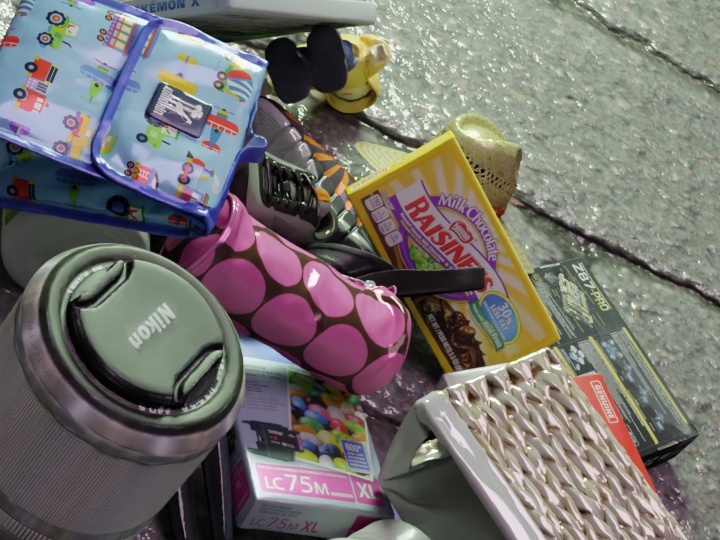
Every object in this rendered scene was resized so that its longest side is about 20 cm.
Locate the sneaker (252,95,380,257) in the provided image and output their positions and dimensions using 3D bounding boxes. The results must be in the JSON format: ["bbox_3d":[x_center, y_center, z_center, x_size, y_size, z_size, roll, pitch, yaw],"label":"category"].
[{"bbox_3d":[-0.026,-0.069,1.640,0.201,0.077,0.112,57,38,2],"label":"sneaker"}]

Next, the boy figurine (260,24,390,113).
[{"bbox_3d":[-0.031,-0.174,1.680,0.200,0.123,0.065,1,75,-79],"label":"boy figurine"}]

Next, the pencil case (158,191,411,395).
[{"bbox_3d":[-0.055,0.013,1.428,0.199,0.090,0.094,33,68,-33],"label":"pencil case"}]

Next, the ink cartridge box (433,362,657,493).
[{"bbox_3d":[0.169,0.165,1.537,0.175,0.045,0.201,-7,58,-27],"label":"ink cartridge box"}]

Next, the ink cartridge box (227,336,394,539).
[{"bbox_3d":[-0.053,0.115,1.452,0.118,0.042,0.201,11,37,-27],"label":"ink cartridge box"}]

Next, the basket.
[{"bbox_3d":[0.123,0.175,1.355,0.123,0.136,0.201,-24,68,-26],"label":"basket"}]

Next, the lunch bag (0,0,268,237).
[{"bbox_3d":[-0.164,-0.106,1.364,0.198,0.094,0.152,16,54,1],"label":"lunch bag"}]

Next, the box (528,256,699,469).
[{"bbox_3d":[0.187,0.090,1.676,0.160,0.049,0.201,-15,65,-42],"label":"box"}]

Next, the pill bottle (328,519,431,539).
[{"bbox_3d":[-0.027,0.254,1.315,0.114,0.114,0.199,51,41,11],"label":"pill bottle"}]

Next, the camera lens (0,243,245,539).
[{"bbox_3d":[-0.180,0.093,1.269,0.159,0.200,0.161,21,44,-22],"label":"camera lens"}]

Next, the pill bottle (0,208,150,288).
[{"bbox_3d":[-0.217,-0.085,1.465,0.110,0.111,0.201,17,46,-26],"label":"pill bottle"}]

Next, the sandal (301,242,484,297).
[{"bbox_3d":[0.001,0.000,1.540,0.198,0.075,0.049,-4,87,2],"label":"sandal"}]

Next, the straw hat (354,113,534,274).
[{"bbox_3d":[0.097,-0.088,1.667,0.200,0.085,0.201,34,10,-7],"label":"straw hat"}]

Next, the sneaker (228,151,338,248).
[{"bbox_3d":[-0.069,-0.063,1.499,0.200,0.078,0.075,48,37,-71],"label":"sneaker"}]

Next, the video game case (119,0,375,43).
[{"bbox_3d":[-0.116,-0.212,1.591,0.199,0.181,0.022,-5,93,-54],"label":"video game case"}]

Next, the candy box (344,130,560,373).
[{"bbox_3d":[0.078,-0.005,1.580,0.201,0.102,0.026,60,3,-17],"label":"candy box"}]

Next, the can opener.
[{"bbox_3d":[-0.123,0.111,1.392,0.063,0.079,0.202,-15,68,-1],"label":"can opener"}]

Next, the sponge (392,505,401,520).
[{"bbox_3d":[0.069,0.256,1.453,0.111,0.030,0.201,-11,61,-44],"label":"sponge"}]
